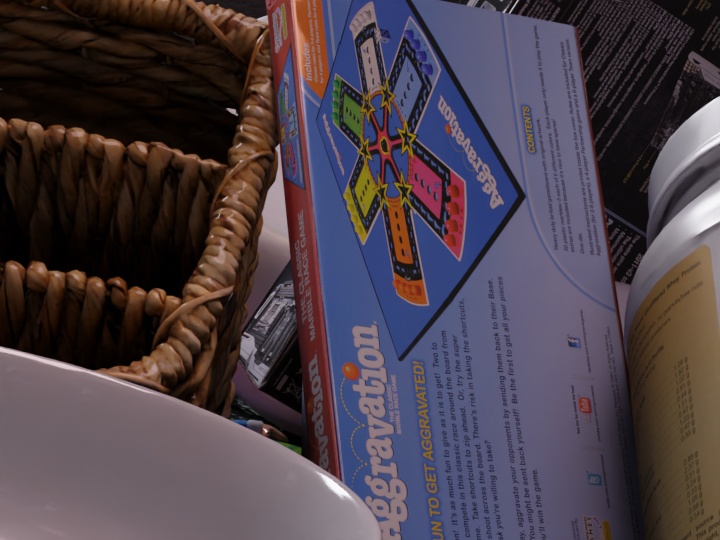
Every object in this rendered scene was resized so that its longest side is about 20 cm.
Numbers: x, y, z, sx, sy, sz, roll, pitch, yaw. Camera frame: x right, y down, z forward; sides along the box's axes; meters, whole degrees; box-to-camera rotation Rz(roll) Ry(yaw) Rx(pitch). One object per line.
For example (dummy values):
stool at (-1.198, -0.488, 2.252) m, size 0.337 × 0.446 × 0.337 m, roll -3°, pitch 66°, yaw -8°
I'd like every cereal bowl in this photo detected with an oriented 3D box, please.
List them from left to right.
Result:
cereal bowl at (-0.099, 0.080, 0.745) m, size 0.200 × 0.084 × 0.200 m, roll 15°, pitch 10°, yaw -3°

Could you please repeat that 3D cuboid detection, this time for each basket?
basket at (-0.134, -0.007, 0.897) m, size 0.199 × 0.149 × 0.143 m, roll 14°, pitch 26°, yaw 5°

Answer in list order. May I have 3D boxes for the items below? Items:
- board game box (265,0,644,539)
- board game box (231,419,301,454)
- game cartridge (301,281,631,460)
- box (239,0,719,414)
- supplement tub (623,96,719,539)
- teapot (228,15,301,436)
board game box at (0.029, 0.008, 0.880) m, size 0.103 × 0.200 × 0.019 m, roll 9°, pitch -31°, yaw -26°
board game box at (-0.054, 0.060, 1.022) m, size 0.200 × 0.039 × 0.158 m, roll 5°, pitch 15°, yaw -43°
game cartridge at (0.048, 0.066, 0.923) m, size 0.133 × 0.041 × 0.200 m, roll 16°, pitch 39°, yaw -14°
box at (0.076, -0.010, 1.039) m, size 0.158 × 0.200 × 0.050 m, roll 30°, pitch 7°, yaw -20°
supplement tub at (0.149, 0.054, 0.838) m, size 0.144 × 0.145 × 0.200 m, roll 12°, pitch 53°, yaw -18°
teapot at (0.000, 0.000, 1.164) m, size 0.197 × 0.146 × 0.200 m, roll -25°, pitch 51°, yaw -31°
